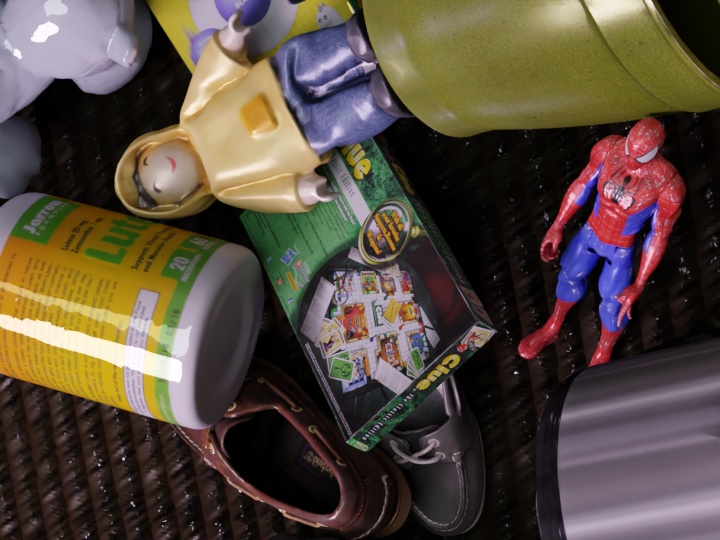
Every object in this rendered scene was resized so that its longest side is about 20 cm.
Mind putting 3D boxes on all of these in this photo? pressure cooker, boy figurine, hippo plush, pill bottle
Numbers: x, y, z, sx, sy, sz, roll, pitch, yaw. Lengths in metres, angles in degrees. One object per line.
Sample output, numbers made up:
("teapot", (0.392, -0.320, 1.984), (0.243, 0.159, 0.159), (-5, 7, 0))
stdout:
("pressure cooker", (0.215, 0.120, 1.204), (0.199, 0.176, 0.179), (-14, 95, 29))
("boy figurine", (-0.062, -0.089, 1.312), (0.199, 0.064, 0.125), (-22, 89, 25))
("hippo plush", (-0.218, -0.154, 1.369), (0.160, 0.200, 0.160), (-33, 75, 8))
("pill bottle", (-0.168, 0.017, 1.331), (0.199, 0.111, 0.112), (15, 103, 16))

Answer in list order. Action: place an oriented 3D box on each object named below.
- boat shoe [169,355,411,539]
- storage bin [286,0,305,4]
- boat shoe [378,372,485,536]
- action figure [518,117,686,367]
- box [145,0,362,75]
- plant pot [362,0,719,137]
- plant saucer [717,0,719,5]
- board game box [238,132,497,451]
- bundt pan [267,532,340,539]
("boat shoe", (-0.059, 0.100, 1.361), (0.200, 0.070, 0.071), (26, 100, 36))
("storage bin", (-0.044, -0.261, 1.242), (0.134, 0.200, 0.145), (44, 70, 13))
("boat shoe", (0.027, 0.066, 1.346), (0.067, 0.057, 0.201), (-9, 94, 25))
("action figure", (0.136, -0.010, 1.240), (0.065, 0.052, 0.200), (37, 139, 20))
("box", (-0.068, -0.176, 1.361), (0.117, 0.048, 0.200), (-37, 80, 24))
("plant pot", (0.111, -0.160, 1.217), (0.192, 0.200, 0.201), (-18, 90, 37))
("plant saucer", (0.233, -0.187, 1.139), (0.048, 0.200, 0.200), (-8, 119, 57))
("board game box", (0.000, 0.000, 1.287), (0.105, 0.023, 0.200), (-45, 44, 18))
("bundt pan", (-0.015, 0.233, 1.344), (0.201, 0.076, 0.202), (15, 138, 14))
